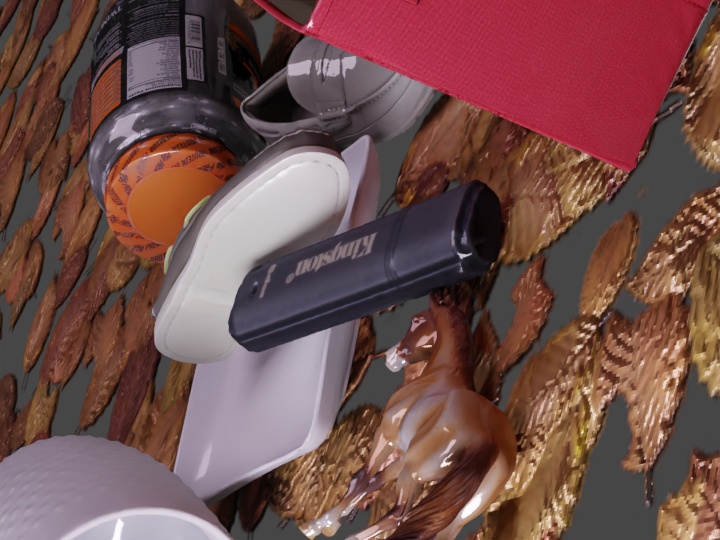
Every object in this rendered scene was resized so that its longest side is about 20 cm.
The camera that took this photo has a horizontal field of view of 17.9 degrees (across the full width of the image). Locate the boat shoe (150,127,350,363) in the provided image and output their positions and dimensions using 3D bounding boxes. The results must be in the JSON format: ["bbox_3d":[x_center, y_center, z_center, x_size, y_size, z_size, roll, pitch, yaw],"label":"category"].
[{"bbox_3d":[-0.067,-0.023,1.336,0.202,0.072,0.060,-52,30,44],"label":"boat shoe"}]

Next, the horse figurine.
[{"bbox_3d":[0.028,0.091,1.093,0.133,0.050,0.200,-49,14,2],"label":"horse figurine"}]

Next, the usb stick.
[{"bbox_3d":[0.000,0.000,1.234,0.200,0.033,0.055,-21,50,46],"label":"usb stick"}]

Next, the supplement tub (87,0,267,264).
[{"bbox_3d":[-0.126,-0.101,1.575,0.123,0.122,0.200,-55,25,31],"label":"supplement tub"}]

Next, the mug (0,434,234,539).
[{"bbox_3d":[-0.165,0.195,1.324,0.175,0.148,0.200,37,110,61],"label":"mug"}]

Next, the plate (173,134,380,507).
[{"bbox_3d":[-0.046,0.042,1.365,0.200,0.032,0.200,-33,40,55],"label":"plate"}]

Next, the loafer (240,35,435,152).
[{"bbox_3d":[-0.010,-0.111,1.372,0.200,0.070,0.070,-31,42,58],"label":"loafer"}]

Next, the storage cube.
[{"bbox_3d":[0.063,-0.170,1.097,0.171,0.180,0.200,-65,22,8],"label":"storage cube"}]
